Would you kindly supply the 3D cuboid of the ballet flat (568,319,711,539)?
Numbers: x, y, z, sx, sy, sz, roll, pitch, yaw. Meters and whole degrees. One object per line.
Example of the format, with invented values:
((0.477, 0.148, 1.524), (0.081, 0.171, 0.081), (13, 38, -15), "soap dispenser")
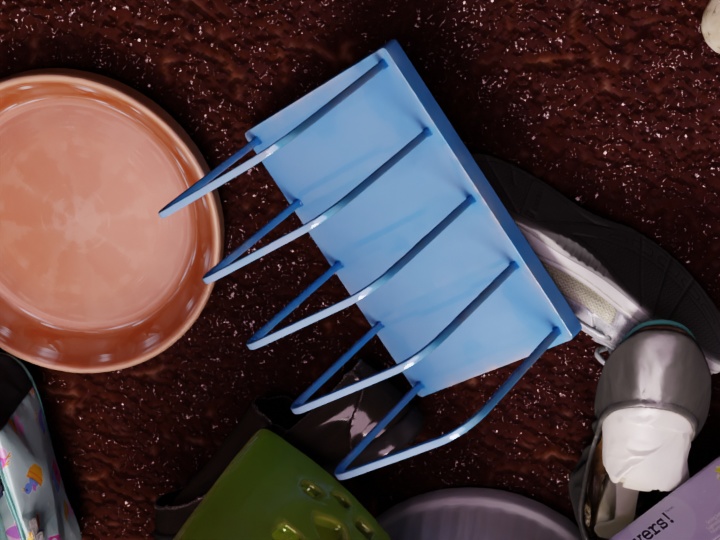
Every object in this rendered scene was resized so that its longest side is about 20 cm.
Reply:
((0.167, 0.111, 1.065), (0.068, 0.069, 0.201), (6, 144, 1), "ballet flat")

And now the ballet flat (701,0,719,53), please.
((0.281, -0.169, 0.980), (0.199, 0.057, 0.067), (-21, 106, 18), "ballet flat")

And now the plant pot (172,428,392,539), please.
((-0.051, 0.246, 1.045), (0.181, 0.199, 0.201), (31, 113, 3), "plant pot")

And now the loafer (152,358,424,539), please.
((-0.056, 0.115, 1.158), (0.199, 0.073, 0.072), (-28, 95, 15), "loafer")

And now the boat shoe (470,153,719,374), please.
((0.130, 0.007, 1.075), (0.201, 0.075, 0.065), (31, 126, 0), "boat shoe")

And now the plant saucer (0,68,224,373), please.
((-0.183, -0.032, 1.135), (0.199, 0.032, 0.202), (4, 113, 9), "plant saucer")

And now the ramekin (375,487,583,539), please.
((0.071, 0.252, 1.172), (0.201, 0.094, 0.204), (4, 113, 9), "ramekin")

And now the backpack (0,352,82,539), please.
((-0.281, 0.171, 1.173), (0.175, 0.154, 0.201), (-9, 120, 13), "backpack")

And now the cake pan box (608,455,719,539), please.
((0.186, 0.219, 1.074), (0.184, 0.052, 0.201), (-32, 138, -17), "cake pan box")

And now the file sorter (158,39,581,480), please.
((0.000, 0.000, 1.031), (0.138, 0.123, 0.201), (-25, 101, 46), "file sorter")
